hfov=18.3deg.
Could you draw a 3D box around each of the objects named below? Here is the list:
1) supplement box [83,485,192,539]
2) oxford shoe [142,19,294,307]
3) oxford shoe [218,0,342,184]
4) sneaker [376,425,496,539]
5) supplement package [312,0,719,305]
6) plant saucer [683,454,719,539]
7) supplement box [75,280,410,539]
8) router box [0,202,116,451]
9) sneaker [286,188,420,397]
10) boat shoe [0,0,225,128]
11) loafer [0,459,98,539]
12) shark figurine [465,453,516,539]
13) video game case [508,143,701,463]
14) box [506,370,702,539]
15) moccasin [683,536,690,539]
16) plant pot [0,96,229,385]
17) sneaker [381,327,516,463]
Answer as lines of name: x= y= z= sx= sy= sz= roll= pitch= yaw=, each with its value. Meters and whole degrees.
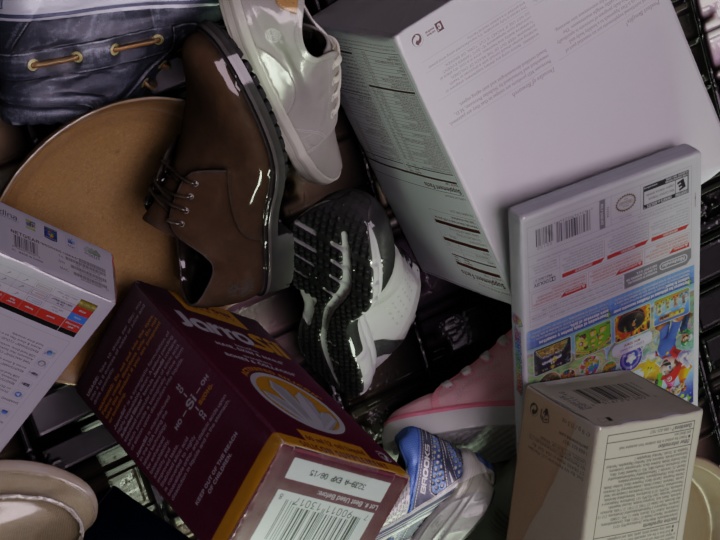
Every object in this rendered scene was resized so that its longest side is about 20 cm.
supplement box: x=-0.142 y=0.272 z=1.390 sx=0.134 sy=0.200 sz=0.201 roll=-27 pitch=109 yaw=-20
oxford shoe: x=-0.092 y=-0.056 z=1.358 sx=0.084 sy=0.073 sz=0.201 roll=-22 pitch=128 yaw=-22
oxford shoe: x=-0.036 y=-0.120 z=1.406 sx=0.057 sy=0.076 sz=0.200 roll=-19 pitch=145 yaw=4
sneaker: x=-0.001 y=0.186 z=1.511 sx=0.085 sy=0.077 sz=0.200 roll=37 pitch=96 yaw=-17
supplement package: x=0.104 y=-0.119 z=1.474 sx=0.191 sy=0.147 sz=0.201 roll=-33 pitch=112 yaw=-17
plant saucer: x=0.185 y=0.213 z=1.556 sx=0.199 sy=0.029 sz=0.201 roll=-15 pitch=120 yaw=-28
supplement box: x=-0.076 y=0.099 z=1.376 sx=0.110 sy=0.200 sz=0.086 roll=20 pitch=105 yaw=-41
router box: x=-0.274 y=0.027 z=1.316 sx=0.199 sy=0.049 sz=0.180 roll=26 pitch=121 yaw=-28
sneaker: x=0.000 y=0.000 z=1.451 sx=0.074 sy=0.200 sz=0.080 roll=37 pitch=65 yaw=18
boat shoe: x=-0.137 y=-0.144 z=1.401 sx=0.199 sy=0.071 sz=0.092 roll=-8 pitch=111 yaw=-22
loafer: x=-0.258 y=0.167 z=1.360 sx=0.199 sy=0.069 sz=0.076 roll=-7 pitch=136 yaw=-6
shark figurine: x=0.062 y=0.221 z=1.547 sx=0.089 sy=0.128 sz=0.215 roll=22 pitch=68 yaw=8
video game case: x=0.160 y=0.029 z=1.450 sx=0.143 sy=0.018 sz=0.201 roll=-20 pitch=123 yaw=-25
box: x=0.151 y=0.175 z=1.444 sx=0.094 sy=0.078 sz=0.201 roll=-5 pitch=111 yaw=-35
moccasin: x=0.208 y=0.182 z=1.627 sx=0.200 sy=0.080 sz=0.068 roll=32 pitch=96 yaw=-40
plant pot: x=-0.152 y=-0.021 z=1.403 sx=0.199 sy=0.027 sz=0.201 roll=-19 pitch=127 yaw=-27
sneaker: x=0.106 y=0.071 z=1.560 sx=0.199 sy=0.075 sz=0.105 roll=-11 pitch=65 yaw=-2
